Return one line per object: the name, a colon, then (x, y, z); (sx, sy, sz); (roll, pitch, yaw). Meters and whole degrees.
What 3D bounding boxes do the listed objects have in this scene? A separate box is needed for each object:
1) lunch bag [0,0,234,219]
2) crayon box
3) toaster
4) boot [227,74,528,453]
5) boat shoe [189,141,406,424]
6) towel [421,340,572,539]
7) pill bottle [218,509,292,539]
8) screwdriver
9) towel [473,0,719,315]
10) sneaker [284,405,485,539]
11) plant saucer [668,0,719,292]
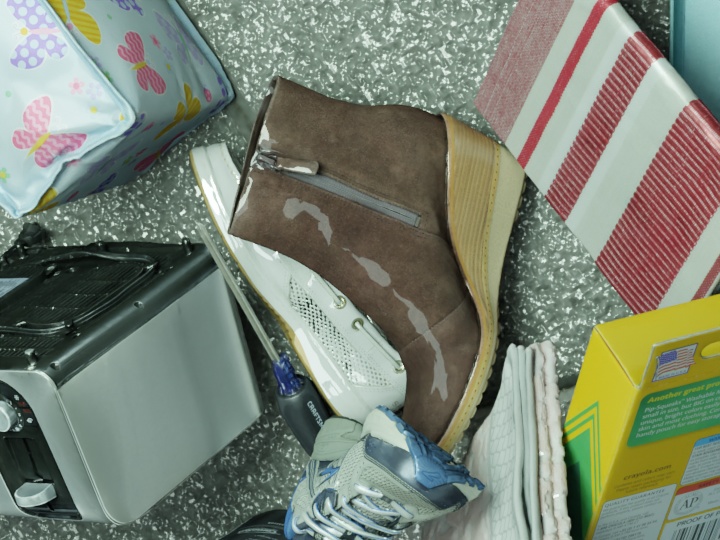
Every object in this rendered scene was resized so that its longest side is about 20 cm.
lunch bag: (-0.188, -0.148, 1.462); (0.127, 0.169, 0.200); (-39, 85, 20)
crayon box: (0.176, 0.080, 1.360); (0.052, 0.125, 0.201); (58, 149, 37)
toaster: (-0.174, 0.060, 1.466); (0.180, 0.200, 0.119); (0, 116, 37)
boot: (0.000, 0.000, 1.441); (0.165, 0.072, 0.201); (14, 84, -14)
boat shoe: (-0.028, -0.001, 1.488); (0.069, 0.071, 0.201); (-33, 102, 7)
towel: (0.072, 0.169, 1.389); (0.032, 0.201, 0.192); (11, 133, -11)
pill bottle: (-0.070, 0.212, 1.461); (0.105, 0.200, 0.107); (2, 98, 17)
screwdriver: (-0.052, 0.040, 1.466); (0.029, 0.028, 0.201); (-21, 130, 0)
towel: (0.144, -0.070, 1.378); (0.200, 0.023, 0.144); (55, 147, 23)
sneaker: (0.006, 0.133, 1.403); (0.077, 0.200, 0.085); (36, 76, -7)
plant saucer: (0.210, -0.088, 1.425); (0.069, 0.019, 0.202); (2, 99, 17)
